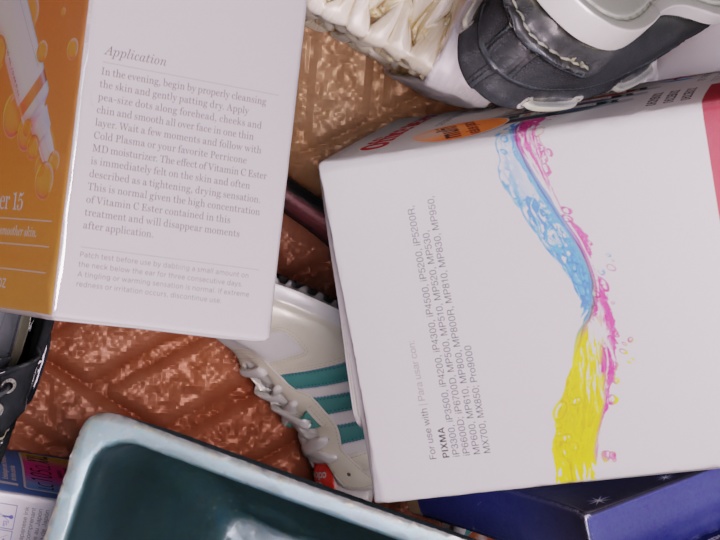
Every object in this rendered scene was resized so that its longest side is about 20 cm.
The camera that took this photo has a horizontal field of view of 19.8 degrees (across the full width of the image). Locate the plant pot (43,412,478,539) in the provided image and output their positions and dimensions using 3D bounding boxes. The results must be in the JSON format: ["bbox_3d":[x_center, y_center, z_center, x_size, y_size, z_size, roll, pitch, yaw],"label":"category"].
[{"bbox_3d":[-0.039,0.181,0.901,0.196,0.200,0.196,19,89,5],"label":"plant pot"}]

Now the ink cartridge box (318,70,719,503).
[{"bbox_3d":[0.102,0.001,0.846,0.199,0.145,0.145,-8,99,16],"label":"ink cartridge box"}]

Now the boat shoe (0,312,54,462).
[{"bbox_3d":[-0.168,0.028,0.878,0.074,0.066,0.200,24,74,-13],"label":"boat shoe"}]

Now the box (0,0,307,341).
[{"bbox_3d":[-0.096,-0.079,0.813,0.097,0.124,0.201,8,87,-35],"label":"box"}]

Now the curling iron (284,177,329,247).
[{"bbox_3d":[0.000,0.000,0.979,0.200,0.026,0.050,32,55,-19],"label":"curling iron"}]

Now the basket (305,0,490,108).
[{"bbox_3d":[0.027,-0.187,0.900,0.123,0.136,0.200,22,94,-13],"label":"basket"}]

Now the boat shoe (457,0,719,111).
[{"bbox_3d":[0.096,-0.110,0.831,0.060,0.200,0.076,-42,79,29],"label":"boat shoe"}]

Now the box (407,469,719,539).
[{"bbox_3d":[0.114,0.088,0.877,0.121,0.200,0.033,-17,101,-23],"label":"box"}]

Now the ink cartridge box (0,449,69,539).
[{"bbox_3d":[-0.231,0.142,0.931,0.199,0.076,0.137,11,97,-16],"label":"ink cartridge box"}]

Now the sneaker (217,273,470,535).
[{"bbox_3d":[-0.013,0.064,0.967,0.199,0.070,0.094,25,88,-18],"label":"sneaker"}]

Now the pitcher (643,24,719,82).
[{"bbox_3d":[0.165,-0.087,0.955,0.171,0.121,0.200,23,86,-20],"label":"pitcher"}]
